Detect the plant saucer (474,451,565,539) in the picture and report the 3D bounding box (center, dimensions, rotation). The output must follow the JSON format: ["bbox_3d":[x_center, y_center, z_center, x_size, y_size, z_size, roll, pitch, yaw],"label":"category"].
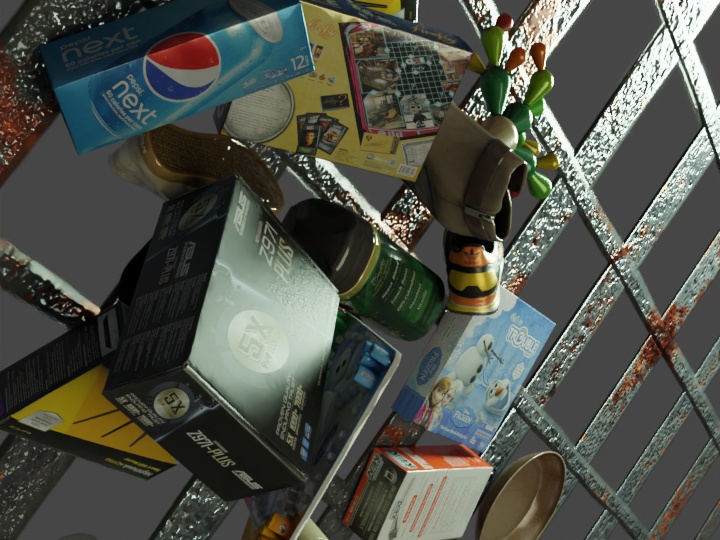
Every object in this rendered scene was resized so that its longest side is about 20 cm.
[{"bbox_3d":[0.231,0.351,1.770,0.199,0.036,0.203,-29,134,-35],"label":"plant saucer"}]

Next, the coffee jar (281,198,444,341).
[{"bbox_3d":[0.000,0.000,1.215,0.199,0.103,0.086,34,80,-53],"label":"coffee jar"}]

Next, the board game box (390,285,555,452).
[{"bbox_3d":[0.149,0.120,1.516,0.199,0.043,0.201,29,90,-53],"label":"board game box"}]

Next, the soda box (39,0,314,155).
[{"bbox_3d":[-0.140,-0.164,0.919,0.197,0.068,0.065,-22,133,-9],"label":"soda box"}]

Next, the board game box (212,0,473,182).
[{"bbox_3d":[-0.015,-0.163,1.041,0.197,0.035,0.137,12,119,-26],"label":"board game box"}]

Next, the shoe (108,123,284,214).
[{"bbox_3d":[-0.140,-0.084,1.047,0.053,0.071,0.199,-26,156,26],"label":"shoe"}]

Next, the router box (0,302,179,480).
[{"bbox_3d":[-0.198,0.112,1.037,0.148,0.052,0.199,-28,146,20],"label":"router box"}]

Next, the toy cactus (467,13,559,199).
[{"bbox_3d":[0.151,-0.159,1.274,0.165,0.101,0.203,-45,131,-50],"label":"toy cactus"}]

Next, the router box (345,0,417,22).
[{"bbox_3d":[-0.012,-0.282,1.053,0.148,0.051,0.203,-30,134,-35],"label":"router box"}]

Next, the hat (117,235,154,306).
[{"bbox_3d":[-0.131,0.037,1.108,0.199,0.080,0.203,-29,134,-35],"label":"hat"}]

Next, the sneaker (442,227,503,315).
[{"bbox_3d":[0.125,-0.033,1.292,0.201,0.069,0.091,-83,173,-61],"label":"sneaker"}]

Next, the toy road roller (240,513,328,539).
[{"bbox_3d":[-0.127,0.358,1.300,0.144,0.123,0.203,10,107,-39],"label":"toy road roller"}]

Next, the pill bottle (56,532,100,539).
[{"bbox_3d":[-0.236,0.341,1.164,0.114,0.114,0.201,-48,141,-13],"label":"pill bottle"}]

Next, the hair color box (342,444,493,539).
[{"bbox_3d":[0.077,0.288,1.530,0.199,0.064,0.112,9,108,-52],"label":"hair color box"}]

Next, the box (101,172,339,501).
[{"bbox_3d":[-0.104,0.055,0.965,0.164,0.085,0.202,50,35,-36],"label":"box"}]

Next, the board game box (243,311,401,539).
[{"bbox_3d":[-0.048,0.136,1.046,0.026,0.200,0.202,30,90,-16],"label":"board game box"}]

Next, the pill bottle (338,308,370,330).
[{"bbox_3d":[-0.079,0.122,1.200,0.202,0.111,0.111,-58,143,-1],"label":"pill bottle"}]

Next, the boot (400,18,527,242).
[{"bbox_3d":[0.094,-0.125,1.131,0.070,0.145,0.202,-36,141,-30],"label":"boot"}]
